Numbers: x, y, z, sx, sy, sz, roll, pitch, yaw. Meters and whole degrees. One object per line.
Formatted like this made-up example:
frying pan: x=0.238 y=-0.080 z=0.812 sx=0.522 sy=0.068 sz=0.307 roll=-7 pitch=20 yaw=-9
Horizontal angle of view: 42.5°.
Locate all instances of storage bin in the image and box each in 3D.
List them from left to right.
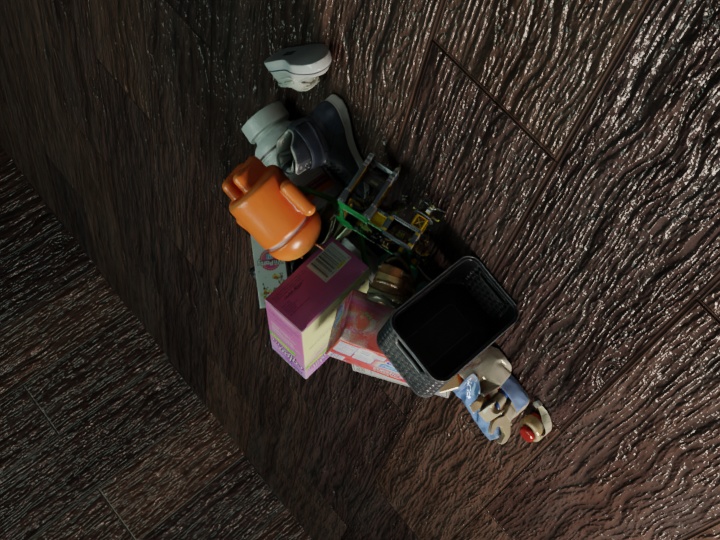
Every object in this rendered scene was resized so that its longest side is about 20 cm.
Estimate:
storage bin: x=0.140 y=0.090 z=1.492 sx=0.136 sy=0.199 sz=0.094 roll=50 pitch=155 yaw=9

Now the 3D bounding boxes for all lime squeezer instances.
lime squeezer: x=-0.032 y=-0.095 z=1.664 sx=0.201 sy=0.071 sz=0.038 roll=50 pitch=169 yaw=-16

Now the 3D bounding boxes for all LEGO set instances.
LEGO set: x=0.055 y=-0.106 z=1.549 sx=0.198 sy=0.117 sz=0.154 roll=31 pitch=168 yaw=18

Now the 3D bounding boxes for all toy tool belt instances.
toy tool belt: x=0.226 y=0.240 z=1.616 sx=0.201 sy=0.122 sz=0.125 roll=52 pitch=155 yaw=5

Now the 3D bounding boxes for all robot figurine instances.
robot figurine: x=-0.147 y=-0.100 z=1.600 sx=0.200 sy=0.143 sz=0.117 roll=47 pitch=-166 yaw=-16

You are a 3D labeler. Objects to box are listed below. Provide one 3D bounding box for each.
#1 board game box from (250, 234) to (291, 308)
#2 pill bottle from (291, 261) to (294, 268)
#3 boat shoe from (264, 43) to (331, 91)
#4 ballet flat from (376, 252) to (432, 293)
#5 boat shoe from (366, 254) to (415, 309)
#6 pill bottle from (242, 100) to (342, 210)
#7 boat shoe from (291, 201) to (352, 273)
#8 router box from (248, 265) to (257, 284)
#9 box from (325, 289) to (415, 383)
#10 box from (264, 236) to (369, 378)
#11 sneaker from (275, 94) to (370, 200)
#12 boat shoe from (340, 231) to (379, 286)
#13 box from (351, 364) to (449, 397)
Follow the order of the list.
board game box: x=-0.170 y=-0.047 z=1.754 sx=0.148 sy=0.063 sz=0.204 roll=-99 pitch=1 yaw=-78
pill bottle: x=-0.142 y=-0.097 z=1.875 sx=0.202 sy=0.110 sz=0.111 roll=57 pitch=155 yaw=-3
boat shoe: x=-0.099 y=-0.334 z=1.556 sx=0.199 sy=0.072 sz=0.066 roll=14 pitch=139 yaw=56
ballet flat: x=0.105 y=0.036 z=1.663 sx=0.199 sy=0.069 sz=0.070 roll=32 pitch=147 yaw=39
boat shoe: x=0.061 y=0.015 z=1.541 sx=0.074 sy=0.075 sz=0.200 roll=17 pitch=-173 yaw=5
pill bottle: x=-0.127 y=-0.205 z=1.717 sx=0.201 sy=0.109 sz=0.109 roll=55 pitch=155 yaw=1
boat shoe: x=-0.083 y=-0.061 z=1.746 sx=0.203 sy=0.074 sz=0.075 roll=-54 pitch=51 yaw=27
router box: x=-0.120 y=0.038 z=1.955 sx=0.202 sy=0.149 sz=0.062 roll=57 pitch=156 yaw=-5
box: x=0.052 y=0.119 z=1.573 sx=0.197 sy=0.096 sz=0.103 roll=20 pitch=157 yaw=-9
box: x=-0.076 y=0.070 z=1.694 sx=0.096 sy=0.176 sz=0.201 roll=38 pitch=157 yaw=20
sneaker: x=-0.067 y=-0.179 z=1.603 sx=0.076 sy=0.146 sz=0.205 roll=20 pitch=140 yaw=47
boat shoe: x=0.000 y=0.000 z=1.760 sx=0.200 sy=0.071 sz=0.068 roll=47 pitch=113 yaw=22
box: x=0.079 y=0.165 z=1.741 sx=0.197 sy=0.061 sz=0.117 roll=15 pitch=153 yaw=13
